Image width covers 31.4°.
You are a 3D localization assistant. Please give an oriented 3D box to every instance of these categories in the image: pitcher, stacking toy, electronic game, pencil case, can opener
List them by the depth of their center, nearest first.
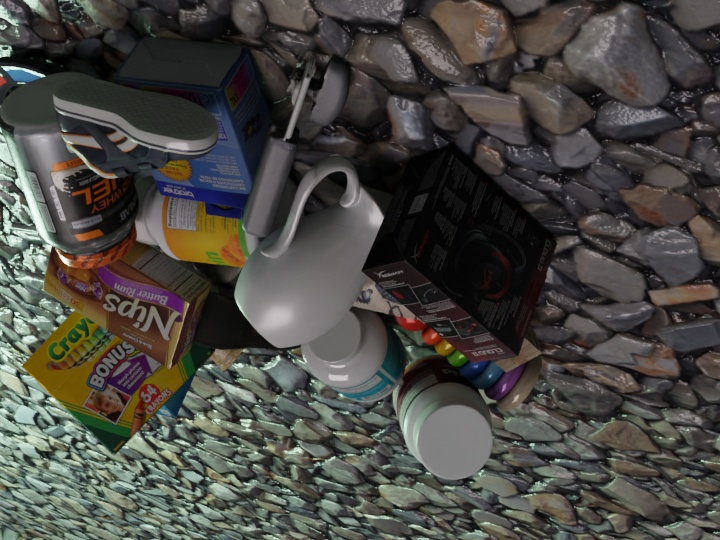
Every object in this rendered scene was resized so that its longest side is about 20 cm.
[{"bbox_3d":[-0.064,-0.123,1.299,0.066,0.054,0.202,15,120,-8],"label":"can opener"},{"bbox_3d":[-0.053,-0.022,1.379,0.171,0.200,0.122,41,-169,-45],"label":"pitcher"},{"bbox_3d":[-0.365,-0.182,1.525,0.198,0.042,0.201,18,152,10],"label":"electronic game"},{"bbox_3d":[0.000,0.000,1.528,0.198,0.078,0.090,14,130,18],"label":"pencil case"},{"bbox_3d":[0.126,0.090,1.598,0.199,0.086,0.085,33,151,-7],"label":"stacking toy"}]

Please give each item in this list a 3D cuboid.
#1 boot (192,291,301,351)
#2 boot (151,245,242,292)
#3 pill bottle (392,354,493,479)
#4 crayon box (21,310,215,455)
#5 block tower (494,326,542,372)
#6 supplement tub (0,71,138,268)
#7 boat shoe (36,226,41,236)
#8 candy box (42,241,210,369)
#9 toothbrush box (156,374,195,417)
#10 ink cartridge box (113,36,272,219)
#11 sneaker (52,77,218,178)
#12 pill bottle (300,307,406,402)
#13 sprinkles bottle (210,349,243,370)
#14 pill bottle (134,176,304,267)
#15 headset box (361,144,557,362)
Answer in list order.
[{"bbox_3d":[-0.152,0.068,1.700,0.198,0.070,0.174,12,-178,-5],"label":"boot"},{"bbox_3d":[-0.208,-0.035,1.644,0.130,0.068,0.200,38,149,-16],"label":"boot"},{"bbox_3d":[0.106,0.187,1.640,0.113,0.115,0.200,28,-172,-10],"label":"pill bottle"},{"bbox_3d":[-0.322,0.114,1.718,0.173,0.200,0.058,44,-174,-7],"label":"crayon box"},{"bbox_3d":[0.136,0.050,1.483,0.057,0.054,0.200,-31,139,18],"label":"block tower"},{"bbox_3d":[-0.321,-0.109,1.438,0.121,0.123,0.202,10,133,23],"label":"supplement tub"},{"bbox_3d":[-0.313,-0.051,1.655,0.199,0.091,0.071,25,148,7],"label":"boat shoe"},{"bbox_3d":[-0.291,0.020,1.582,0.199,0.056,0.117,32,128,10],"label":"candy box"},{"bbox_3d":[-0.318,0.100,1.870,0.084,0.148,0.201,5,148,28],"label":"toothbrush box"},{"bbox_3d":[-0.164,-0.144,1.371,0.135,0.077,0.201,10,141,24],"label":"ink cartridge box"},{"bbox_3d":[-0.222,-0.134,1.288,0.198,0.078,0.080,20,129,29],"label":"sneaker"},{"bbox_3d":[-0.011,0.099,1.620,0.110,0.112,0.200,14,169,16],"label":"pill bottle"},{"bbox_3d":[-0.244,0.051,1.772,0.200,0.068,0.068,40,150,-6],"label":"sprinkles bottle"},{"bbox_3d":[-0.176,-0.064,1.512,0.198,0.112,0.111,6,148,29],"label":"pill bottle"},{"bbox_3d":[0.115,-0.008,1.349,0.200,0.150,0.075,38,150,-28],"label":"headset box"}]
